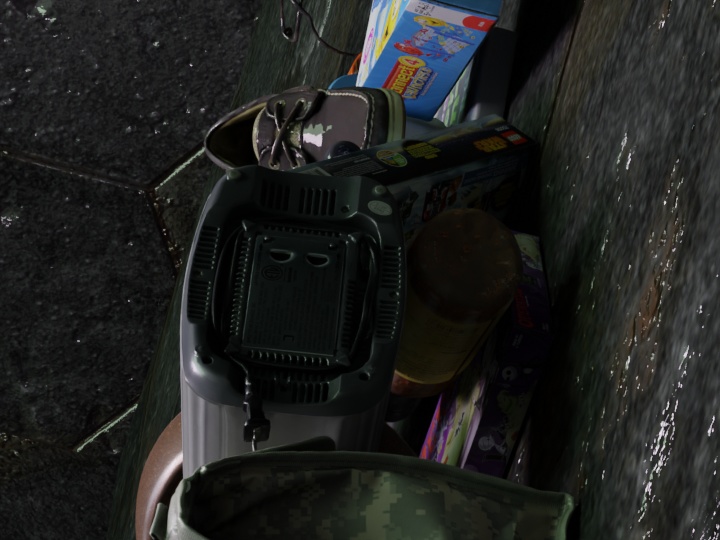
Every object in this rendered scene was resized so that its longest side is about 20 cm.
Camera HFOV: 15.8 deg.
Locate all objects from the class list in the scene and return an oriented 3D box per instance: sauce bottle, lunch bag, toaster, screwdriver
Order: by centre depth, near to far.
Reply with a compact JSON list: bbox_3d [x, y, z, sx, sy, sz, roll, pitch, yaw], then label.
[{"bbox_3d":[-0.015,0.169,1.261,0.118,0.199,0.165,-85,12,-44],"label":"lunch bag"},{"bbox_3d":[-0.037,0.052,1.341,0.201,0.113,0.130,-86,1,-45],"label":"toaster"},{"bbox_3d":[0.035,0.032,1.440,0.200,0.066,0.066,121,161,-62],"label":"sauce bottle"},{"bbox_3d":[-0.024,-0.024,1.582,0.029,0.028,0.200,61,159,21],"label":"screwdriver"}]

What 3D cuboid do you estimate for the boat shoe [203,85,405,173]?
[{"bbox_3d":[-0.037,-0.076,1.598,0.200,0.064,0.074,-14,68,62],"label":"boat shoe"}]

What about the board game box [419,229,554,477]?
[{"bbox_3d":[0.064,0.090,1.477,0.120,0.032,0.201,-83,10,-64],"label":"board game box"}]

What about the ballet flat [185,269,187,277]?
[{"bbox_3d":[-0.075,0.003,1.609,0.200,0.065,0.071,141,135,-87],"label":"ballet flat"}]

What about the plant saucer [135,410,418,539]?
[{"bbox_3d":[-0.044,0.161,1.461,0.034,0.199,0.201,-35,-34,-64],"label":"plant saucer"}]

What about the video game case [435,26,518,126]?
[{"bbox_3d":[0.058,-0.045,1.759,0.182,0.023,0.201,134,150,-73],"label":"video game case"}]

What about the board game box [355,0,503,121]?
[{"bbox_3d":[0.057,-0.222,1.648,0.196,0.055,0.201,124,158,-71],"label":"board game box"}]

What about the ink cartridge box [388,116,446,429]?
[{"bbox_3d":[0.000,0.000,1.704,0.146,0.084,0.201,-113,38,-75],"label":"ink cartridge box"}]

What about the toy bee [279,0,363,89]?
[{"bbox_3d":[0.018,-0.129,1.983,0.131,0.108,0.202,175,84,-73],"label":"toy bee"}]

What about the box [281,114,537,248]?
[{"bbox_3d":[0.013,-0.009,1.525,0.199,0.040,0.138,-18,-44,-47],"label":"box"}]
